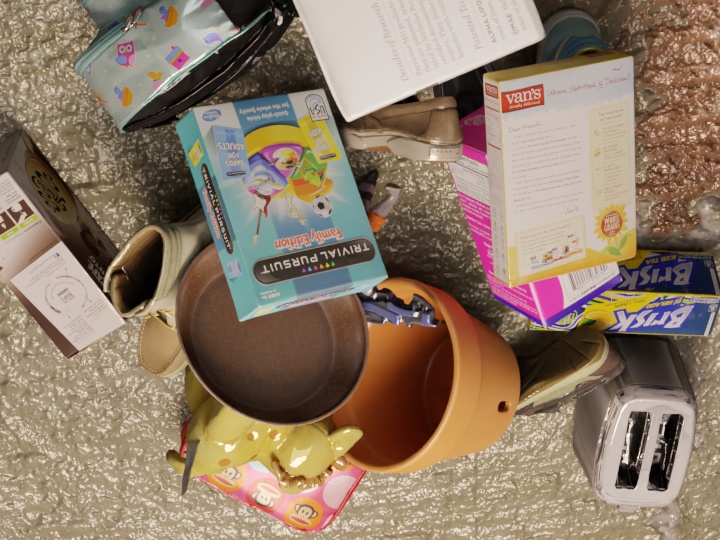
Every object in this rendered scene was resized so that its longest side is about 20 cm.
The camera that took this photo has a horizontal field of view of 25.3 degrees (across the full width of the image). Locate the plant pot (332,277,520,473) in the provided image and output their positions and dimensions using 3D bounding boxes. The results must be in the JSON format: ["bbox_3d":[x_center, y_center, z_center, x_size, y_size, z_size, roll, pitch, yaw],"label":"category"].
[{"bbox_3d":[0.072,0.117,1.684,0.140,0.200,0.201,14,119,-44],"label":"plant pot"}]

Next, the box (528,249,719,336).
[{"bbox_3d":[0.278,0.022,1.708,0.198,0.070,0.065,2,135,-4],"label":"box"}]

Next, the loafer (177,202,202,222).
[{"bbox_3d":[-0.140,-0.066,1.650,0.063,0.072,0.200,39,111,-12],"label":"loafer"}]

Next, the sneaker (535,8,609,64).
[{"bbox_3d":[0.211,-0.146,1.594,0.079,0.131,0.201,-5,116,-5],"label":"sneaker"}]

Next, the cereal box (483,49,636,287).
[{"bbox_3d":[0.188,-0.096,1.501,0.143,0.040,0.201,-12,111,-20],"label":"cereal box"}]

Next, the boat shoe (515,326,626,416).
[{"bbox_3d":[0.198,0.126,1.734,0.066,0.072,0.200,35,134,-27],"label":"boat shoe"}]

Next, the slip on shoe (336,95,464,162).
[{"bbox_3d":[0.037,-0.145,1.560,0.076,0.200,0.061,-3,101,-23],"label":"slip on shoe"}]

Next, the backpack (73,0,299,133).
[{"bbox_3d":[-0.176,-0.228,1.511,0.200,0.176,0.153,-43,94,17],"label":"backpack"}]

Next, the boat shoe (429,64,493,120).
[{"bbox_3d":[0.113,-0.138,1.629,0.069,0.066,0.201,-11,116,2],"label":"boat shoe"}]

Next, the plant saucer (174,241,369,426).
[{"bbox_3d":[-0.089,0.059,1.547,0.199,0.201,0.037,24,147,-15],"label":"plant saucer"}]

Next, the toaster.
[{"bbox_3d":[0.302,0.162,1.751,0.113,0.129,0.201,5,115,-7],"label":"toaster"}]

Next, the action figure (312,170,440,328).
[{"bbox_3d":[0.000,0.000,1.641,0.199,0.105,0.195,15,102,15],"label":"action figure"}]

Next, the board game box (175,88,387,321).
[{"bbox_3d":[-0.074,-0.066,1.542,0.150,0.047,0.201,-13,79,-34],"label":"board game box"}]

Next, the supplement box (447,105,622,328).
[{"bbox_3d":[0.168,-0.063,1.585,0.101,0.103,0.201,-30,119,-17],"label":"supplement box"}]

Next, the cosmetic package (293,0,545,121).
[{"bbox_3d":[0.047,-0.263,1.495,0.199,0.165,0.166,-23,103,8],"label":"cosmetic package"}]

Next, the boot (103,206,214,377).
[{"bbox_3d":[-0.199,0.030,1.582,0.072,0.155,0.201,32,112,15],"label":"boot"}]

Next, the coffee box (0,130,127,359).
[{"bbox_3d":[-0.320,-0.026,1.631,0.080,0.113,0.200,-30,113,12],"label":"coffee box"}]

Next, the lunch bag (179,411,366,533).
[{"bbox_3d":[-0.082,0.176,1.765,0.199,0.082,0.177,29,106,-14],"label":"lunch bag"}]

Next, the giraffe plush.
[{"bbox_3d":[-0.088,0.153,1.636,0.161,0.172,0.201,20,75,-24],"label":"giraffe plush"}]
